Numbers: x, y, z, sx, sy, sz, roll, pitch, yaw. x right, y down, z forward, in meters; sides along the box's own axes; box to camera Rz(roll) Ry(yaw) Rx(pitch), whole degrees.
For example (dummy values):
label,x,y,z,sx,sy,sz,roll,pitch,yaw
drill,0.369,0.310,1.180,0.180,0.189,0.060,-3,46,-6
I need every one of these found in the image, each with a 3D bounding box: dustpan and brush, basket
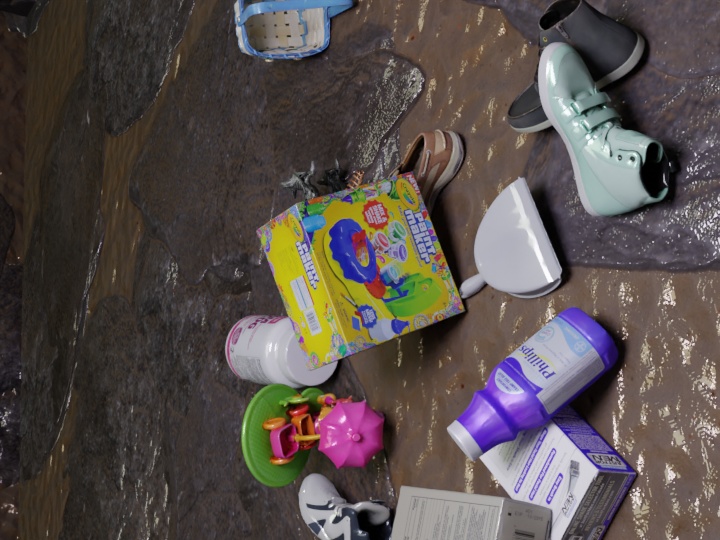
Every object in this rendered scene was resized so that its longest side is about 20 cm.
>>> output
label,x,y,z,sx,sy,sz,roll,pitch,yaw
dustpan and brush,0.173,-0.011,1.375,0.200,0.057,0.140,-36,65,41
basket,-0.120,-0.424,1.833,0.200,0.175,0.140,172,90,-71

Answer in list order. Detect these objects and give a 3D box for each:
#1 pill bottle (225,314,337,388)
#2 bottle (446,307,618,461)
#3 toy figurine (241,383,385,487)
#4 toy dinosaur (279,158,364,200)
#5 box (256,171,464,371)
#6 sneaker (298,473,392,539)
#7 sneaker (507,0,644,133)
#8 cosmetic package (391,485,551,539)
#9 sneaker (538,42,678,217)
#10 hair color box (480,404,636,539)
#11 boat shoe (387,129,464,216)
label,x,y,z,sx,sy,sz,roll,pitch,yaw
pill bottle,-0.125,0.129,1.751,0.200,0.113,0.114,-1,82,57
bottle,0.185,0.127,1.203,0.200,0.065,0.084,-38,39,-5
toy figurine,-0.038,0.229,1.578,0.183,0.200,0.151,-6,99,37
toy dinosaur,-0.045,-0.096,1.727,0.200,0.102,0.136,-35,68,28
box,0.000,0.000,1.447,0.122,0.192,0.201,-27,83,56
sneaker,-0.011,0.341,1.551,0.130,0.079,0.200,-58,38,30
sneaker,0.220,-0.242,1.278,0.200,0.106,0.075,-34,33,44
cosmetic package,0.117,0.303,1.234,0.200,0.071,0.106,-9,66,59
sneaker,0.269,-0.159,1.178,0.118,0.074,0.201,-7,108,59
hair color box,0.210,0.210,1.242,0.200,0.065,0.110,51,125,52
boat shoe,0.068,-0.116,1.539,0.201,0.071,0.076,-62,37,29
